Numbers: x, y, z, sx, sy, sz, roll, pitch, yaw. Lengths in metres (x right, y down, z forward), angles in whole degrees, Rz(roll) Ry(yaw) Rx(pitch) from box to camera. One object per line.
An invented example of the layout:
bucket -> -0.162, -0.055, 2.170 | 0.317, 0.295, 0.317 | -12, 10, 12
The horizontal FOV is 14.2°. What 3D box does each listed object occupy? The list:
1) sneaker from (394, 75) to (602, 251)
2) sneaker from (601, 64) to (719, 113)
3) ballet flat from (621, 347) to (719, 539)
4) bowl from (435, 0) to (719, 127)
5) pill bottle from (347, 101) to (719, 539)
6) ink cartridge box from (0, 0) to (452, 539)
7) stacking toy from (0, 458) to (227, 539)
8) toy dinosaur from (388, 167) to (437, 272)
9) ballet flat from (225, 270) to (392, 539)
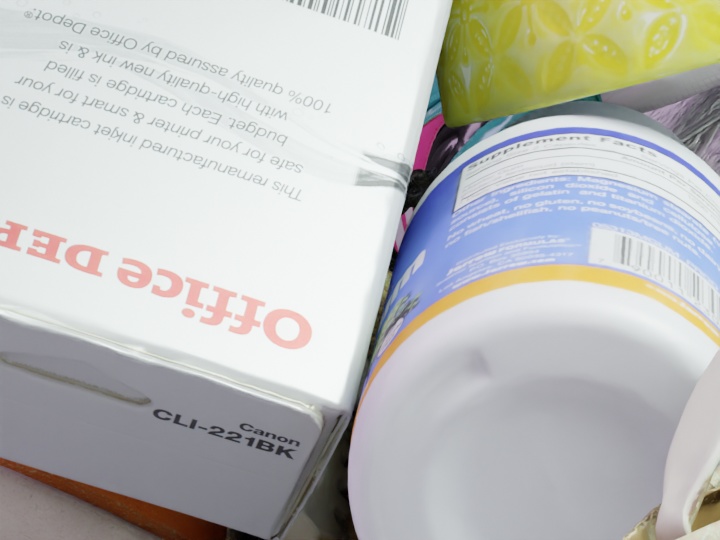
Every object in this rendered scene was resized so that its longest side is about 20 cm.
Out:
sneaker -> 0.043, 0.003, 1.063 | 0.121, 0.084, 0.200 | -101, 22, -48
sneaker -> 0.072, -0.102, 1.117 | 0.200, 0.089, 0.075 | -16, 18, -5
ballet flat -> 0.128, 0.017, 0.708 | 0.200, 0.062, 0.067 | -53, 12, -27
bowl -> 0.110, -0.121, 0.912 | 0.200, 0.108, 0.200 | -15, 3, 1
pill bottle -> 0.060, 0.022, 0.825 | 0.112, 0.112, 0.200 | -44, 11, 19
ink cartridge box -> -0.060, -0.040, 0.837 | 0.084, 0.144, 0.200 | 115, 171, -54
stacking toy -> -0.078, 0.004, 0.932 | 0.200, 0.146, 0.146 | -68, 15, -13
toy dinosaur -> 0.000, 0.000, 0.977 | 0.200, 0.088, 0.047 | 6, 39, 25
ballet flat -> -0.019, 0.081, 0.861 | 0.071, 0.071, 0.200 | -35, 40, 50
